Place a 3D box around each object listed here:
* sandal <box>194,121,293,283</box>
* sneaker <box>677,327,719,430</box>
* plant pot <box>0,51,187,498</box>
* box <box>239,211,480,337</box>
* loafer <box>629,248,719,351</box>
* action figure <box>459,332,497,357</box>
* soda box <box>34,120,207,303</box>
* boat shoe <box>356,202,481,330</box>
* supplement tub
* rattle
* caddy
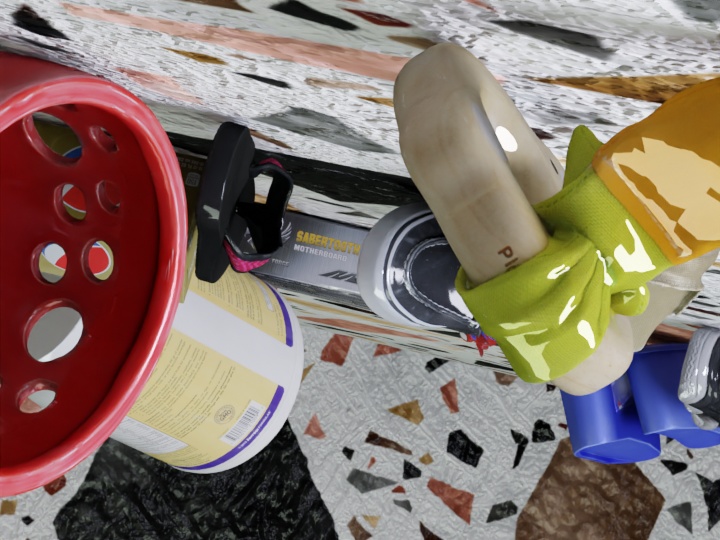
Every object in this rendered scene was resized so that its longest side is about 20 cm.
[{"bbox_3d":[-0.061,-0.031,1.034,0.045,0.076,0.200,13,173,-2],"label":"sandal"},{"bbox_3d":[0.328,0.101,1.558,0.113,0.076,0.200,14,174,21],"label":"sneaker"},{"bbox_3d":[-0.208,-0.014,0.916,0.181,0.202,0.200,19,180,34],"label":"plant pot"},{"bbox_3d":[0.000,0.000,1.421,0.198,0.049,0.158,13,176,5],"label":"box"},{"bbox_3d":[0.132,0.006,0.969,0.075,0.068,0.200,13,176,-2],"label":"loafer"},{"bbox_3d":[0.142,0.061,1.834,0.065,0.052,0.200,10,179,-21],"label":"action figure"},{"bbox_3d":[-0.193,-0.044,1.158,0.198,0.068,0.064,12,147,2],"label":"soda box"},{"bbox_3d":[0.081,0.007,1.117,0.067,0.072,0.199,12,179,42],"label":"boat shoe"},{"bbox_3d":[-0.148,0.041,1.284,0.145,0.147,0.200,9,164,42],"label":"supplement tub"},{"bbox_3d":[0.088,-0.048,0.660,0.130,0.143,0.200,44,-165,4],"label":"rattle"},{"bbox_3d":[0.261,0.111,1.765,0.140,0.106,0.200,-16,164,23],"label":"caddy"}]
